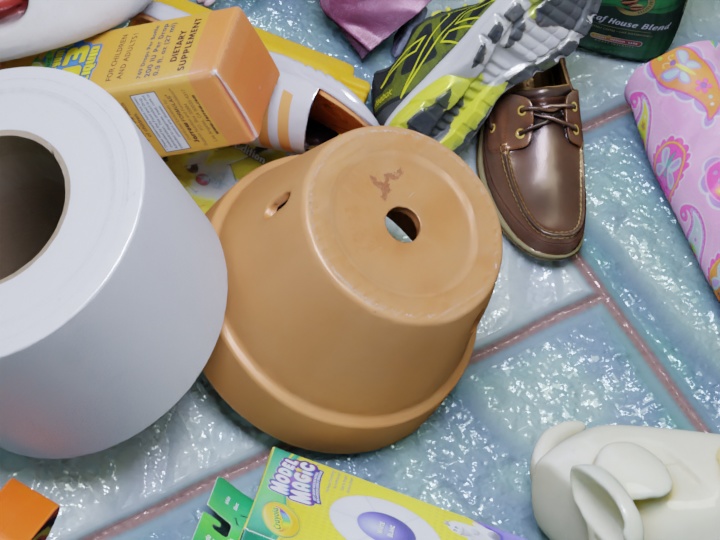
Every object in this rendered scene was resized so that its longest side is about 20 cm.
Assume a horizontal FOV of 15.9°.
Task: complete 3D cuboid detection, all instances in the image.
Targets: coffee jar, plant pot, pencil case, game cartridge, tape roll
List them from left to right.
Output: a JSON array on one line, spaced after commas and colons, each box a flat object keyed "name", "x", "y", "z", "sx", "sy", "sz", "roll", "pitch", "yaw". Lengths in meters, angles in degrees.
[{"name": "tape roll", "x": -0.197, "y": -0.004, "z": 1.567, "sx": 0.202, "sy": 0.139, "sz": 0.203, "roll": -9, "pitch": 60, "yaw": 16}, {"name": "game cartridge", "x": -0.101, "y": -0.089, "z": 1.759, "sx": 0.176, "sy": 0.032, "sz": 0.200, "roll": 21, "pitch": 57, "yaw": 0}, {"name": "plant pot", "x": 0.000, "y": 0.000, "z": 1.636, "sx": 0.200, "sy": 0.140, "sz": 0.201, "roll": 10, "pitch": 62, "yaw": -21}, {"name": "coffee jar", "x": 0.202, "y": -0.241, "z": 1.827, "sx": 0.104, "sy": 0.200, "sz": 0.086, "roll": 12, "pitch": 56, "yaw": -5}, {"name": "pencil case", "x": 0.257, "y": -0.063, "z": 1.800, "sx": 0.087, "sy": 0.087, "sz": 0.200, "roll": -13, "pitch": 62, "yaw": -21}]

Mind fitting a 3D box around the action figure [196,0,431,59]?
[{"name": "action figure", "x": -0.028, "y": -0.241, "z": 1.807, "sx": 0.200, "sy": 0.149, "sz": 0.134, "roll": 35, "pitch": 52, "yaw": -13}]

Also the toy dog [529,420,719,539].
[{"name": "toy dog", "x": 0.221, "y": 0.154, "z": 1.634, "sx": 0.199, "sy": 0.140, "sz": 0.194, "roll": -11, "pitch": 25, "yaw": -18}]

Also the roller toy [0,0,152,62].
[{"name": "roller toy", "x": -0.232, "y": -0.224, "z": 1.702, "sx": 0.182, "sy": 0.200, "sz": 0.140, "roll": -23, "pitch": 110, "yaw": -24}]

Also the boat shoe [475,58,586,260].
[{"name": "boat shoe", "x": 0.120, "y": -0.102, "z": 1.798, "sx": 0.072, "sy": 0.068, "sz": 0.201, "roll": 0, "pitch": 58, "yaw": -14}]

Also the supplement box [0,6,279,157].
[{"name": "supplement box", "x": -0.157, "y": -0.113, "z": 1.674, "sx": 0.200, "sy": 0.069, "sz": 0.067, "roll": -10, "pitch": 44, "yaw": 28}]

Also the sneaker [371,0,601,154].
[{"name": "sneaker", "x": 0.078, "y": -0.161, "z": 1.772, "sx": 0.200, "sy": 0.074, "sz": 0.085, "roll": -42, "pitch": 46, "yaw": 11}]

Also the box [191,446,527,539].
[{"name": "box", "x": -0.001, "y": 0.173, "z": 1.575, "sx": 0.199, "sy": 0.048, "sz": 0.117, "roll": 18, "pitch": 23, "yaw": 0}]

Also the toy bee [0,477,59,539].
[{"name": "toy bee", "x": -0.252, "y": 0.204, "z": 1.504, "sx": 0.131, "sy": 0.109, "sz": 0.200, "roll": 42, "pitch": 33, "yaw": 24}]

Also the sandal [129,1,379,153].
[{"name": "sandal", "x": -0.078, "y": -0.115, "z": 1.725, "sx": 0.206, "sy": 0.079, "sz": 0.059, "roll": 25, "pitch": 77, "yaw": 24}]
